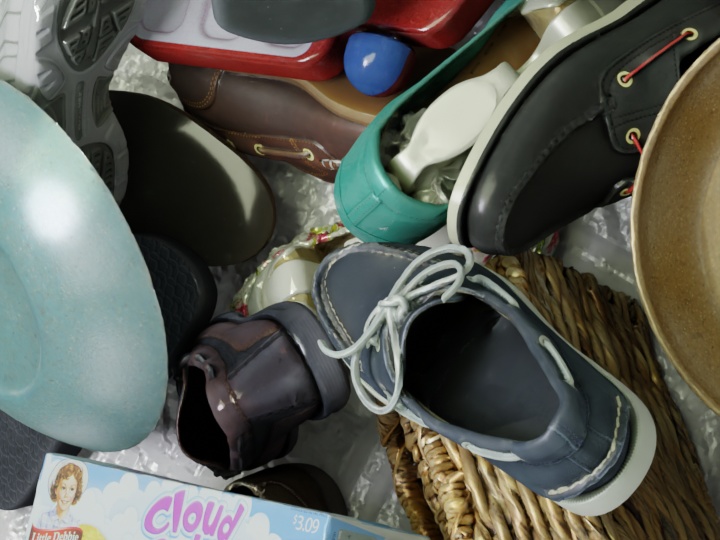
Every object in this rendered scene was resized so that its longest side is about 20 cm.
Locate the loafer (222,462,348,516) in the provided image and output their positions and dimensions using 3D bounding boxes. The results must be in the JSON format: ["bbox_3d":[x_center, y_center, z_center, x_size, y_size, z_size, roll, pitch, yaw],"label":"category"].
[{"bbox_3d":[-0.039,0.184,1.365,0.073,0.071,0.201,-23,67,28],"label":"loafer"}]

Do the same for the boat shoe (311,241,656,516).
[{"bbox_3d":[0.036,0.033,1.187,0.075,0.062,0.200,-52,42,3],"label":"boat shoe"}]

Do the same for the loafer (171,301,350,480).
[{"bbox_3d":[-0.062,0.059,1.347,0.063,0.200,0.072,-29,88,-19],"label":"loafer"}]

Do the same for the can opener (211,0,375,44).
[{"bbox_3d":[0.033,-0.139,1.300,0.199,0.067,0.053,-1,33,12],"label":"can opener"}]

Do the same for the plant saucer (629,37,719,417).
[{"bbox_3d":[0.212,-0.018,1.232,0.199,0.035,0.202,0,88,11],"label":"plant saucer"}]

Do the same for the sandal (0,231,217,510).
[{"bbox_3d":[-0.132,0.044,1.467,0.200,0.043,0.076,-42,69,39],"label":"sandal"}]

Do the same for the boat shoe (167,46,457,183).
[{"bbox_3d":[-0.010,-0.077,1.418,0.199,0.070,0.071,21,131,39],"label":"boat shoe"}]

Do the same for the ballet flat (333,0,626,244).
[{"bbox_3d":[0.072,-0.083,1.307,0.200,0.070,0.067,-42,92,-17],"label":"ballet flat"}]

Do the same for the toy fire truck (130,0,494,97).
[{"bbox_3d":[-0.004,-0.164,1.383,0.199,0.112,0.169,11,79,29],"label":"toy fire truck"}]

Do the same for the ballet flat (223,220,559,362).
[{"bbox_3d":[0.000,0.000,1.388,0.199,0.064,0.076,-25,67,28],"label":"ballet flat"}]

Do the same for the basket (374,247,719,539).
[{"bbox_3d":[0.060,0.111,1.271,0.149,0.142,0.201,-30,63,24],"label":"basket"}]

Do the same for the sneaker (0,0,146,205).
[{"bbox_3d":[-0.159,-0.108,1.393,0.099,0.078,0.201,30,124,30],"label":"sneaker"}]

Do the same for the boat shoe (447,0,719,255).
[{"bbox_3d":[0.115,-0.068,1.267,0.063,0.074,0.201,33,54,27],"label":"boat shoe"}]

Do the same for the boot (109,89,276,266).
[{"bbox_3d":[-0.117,-0.055,1.478,0.199,0.075,0.074,21,96,25],"label":"boot"}]

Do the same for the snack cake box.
[{"bbox_3d":[-0.069,0.153,1.307,0.199,0.067,0.116,7,82,47],"label":"snack cake box"}]

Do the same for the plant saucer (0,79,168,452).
[{"bbox_3d":[-0.169,0.004,1.393,0.201,0.039,0.202,32,137,35],"label":"plant saucer"}]
